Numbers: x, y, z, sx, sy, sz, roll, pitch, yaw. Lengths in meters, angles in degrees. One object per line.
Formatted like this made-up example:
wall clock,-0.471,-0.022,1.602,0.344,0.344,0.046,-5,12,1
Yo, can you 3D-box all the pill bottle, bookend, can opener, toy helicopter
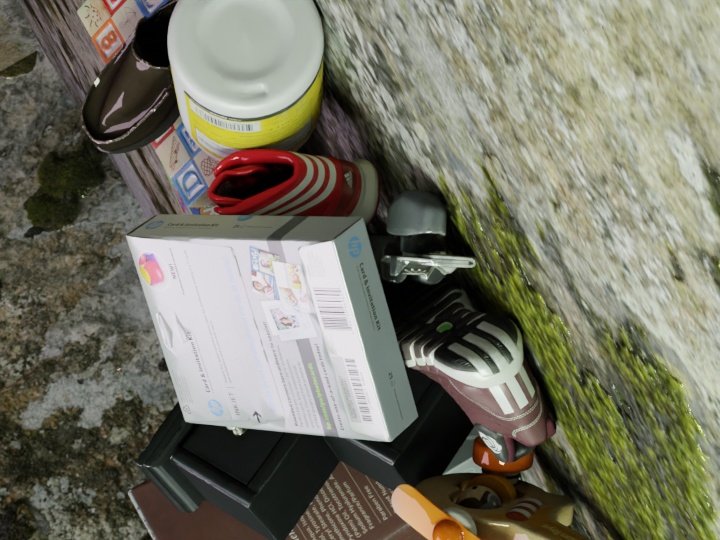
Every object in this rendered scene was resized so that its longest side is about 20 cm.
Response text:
pill bottle,-0.082,-0.139,1.551,0.112,0.111,0.200,58,171,10
bookend,-0.030,0.127,1.613,0.198,0.201,0.092,27,163,32
can opener,0.037,-0.024,1.506,0.200,0.053,0.068,-164,76,-79
toy helicopter,0.111,0.185,1.516,0.199,0.131,0.080,21,111,50

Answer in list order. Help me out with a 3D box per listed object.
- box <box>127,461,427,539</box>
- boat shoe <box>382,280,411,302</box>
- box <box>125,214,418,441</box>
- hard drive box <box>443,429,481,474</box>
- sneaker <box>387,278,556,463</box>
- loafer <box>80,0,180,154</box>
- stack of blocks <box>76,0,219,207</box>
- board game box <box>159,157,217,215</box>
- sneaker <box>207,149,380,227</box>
box,-0.051,0.219,1.732,0.165,0.199,0.166,56,175,29
boat shoe,0.000,0.000,1.708,0.200,0.072,0.072,48,163,-10
box,-0.064,0.039,1.503,0.199,0.041,0.157,1,116,39
hard drive box,0.081,0.181,1.798,0.156,0.076,0.201,51,169,49
sneaker,0.076,0.080,1.494,0.116,0.075,0.200,60,172,-20
loafer,-0.161,-0.168,1.650,0.071,0.200,0.073,3,-130,-53
stack of blocks,-0.134,-0.166,1.714,0.058,0.115,0.201,-6,-119,-55
board game box,-0.110,-0.009,1.905,0.201,0.044,0.135,58,171,37
sneaker,-0.088,-0.046,1.583,0.115,0.199,0.079,17,-126,-38
